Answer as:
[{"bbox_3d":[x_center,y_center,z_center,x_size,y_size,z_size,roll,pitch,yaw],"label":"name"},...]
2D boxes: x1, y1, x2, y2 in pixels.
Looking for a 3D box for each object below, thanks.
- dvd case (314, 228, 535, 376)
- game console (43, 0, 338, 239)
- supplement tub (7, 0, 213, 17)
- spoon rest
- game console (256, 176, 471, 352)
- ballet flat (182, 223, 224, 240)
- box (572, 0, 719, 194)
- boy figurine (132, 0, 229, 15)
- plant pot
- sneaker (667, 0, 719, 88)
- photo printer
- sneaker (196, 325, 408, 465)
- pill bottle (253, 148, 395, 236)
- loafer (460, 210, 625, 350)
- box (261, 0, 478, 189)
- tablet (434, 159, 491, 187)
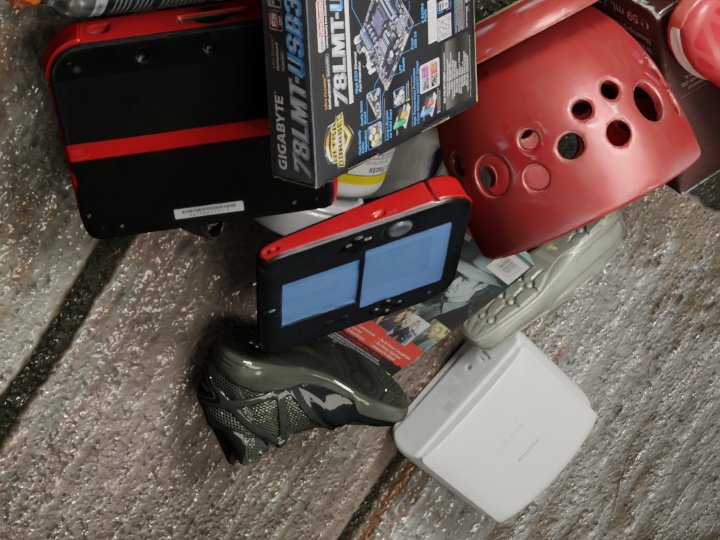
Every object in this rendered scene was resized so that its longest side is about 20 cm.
[{"bbox_3d":[0.042,0.021,1.638,0.200,0.022,0.146,-38,138,18],"label":"dvd case"},{"bbox_3d":[-0.124,-0.110,1.340,0.199,0.031,0.178,-8,128,1],"label":"game console"},{"bbox_3d":[-0.152,-0.243,1.264,0.199,0.123,0.123,-11,126,-21],"label":"supplement tub"},{"bbox_3d":[0.016,-0.076,1.569,0.200,0.060,0.100,-49,153,-15],"label":"spoon rest"},{"bbox_3d":[0.000,0.000,1.466,0.176,0.031,0.200,-23,159,-12],"label":"game console"},{"bbox_3d":[-0.093,-0.096,1.412,0.068,0.068,0.200,-38,168,-44],"label":"ballet flat"},{"bbox_3d":[0.281,-0.214,1.592,0.164,0.166,0.201,-32,133,-16],"label":"box"},{"bbox_3d":[-0.134,-0.166,1.385,0.200,0.064,0.124,-49,139,-1],"label":"boy figurine"},{"bbox_3d":[0.150,-0.129,1.484,0.200,0.200,0.183,-30,95,-17],"label":"plant pot"},{"bbox_3d":[0.335,-0.154,1.473,0.078,0.116,0.200,-52,135,5],"label":"sneaker"},{"bbox_3d":[0.143,0.158,1.815,0.167,0.069,0.200,-47,136,0],"label":"photo printer"},{"bbox_3d":[-0.059,0.121,1.620,0.198,0.076,0.115,12,124,-30],"label":"sneaker"},{"bbox_3d":[-0.021,-0.129,1.460,0.114,0.114,0.201,3,117,-38],"label":"pill bottle"},{"bbox_3d":[0.180,0.012,1.739,0.200,0.070,0.070,-40,131,-13],"label":"loafer"},{"bbox_3d":[0.009,-0.185,1.303,0.198,0.049,0.201,-31,127,-43],"label":"box"},{"bbox_3d":[0.090,-0.033,1.643,0.130,0.014,0.201,-7,138,-37],"label":"tablet"}]
